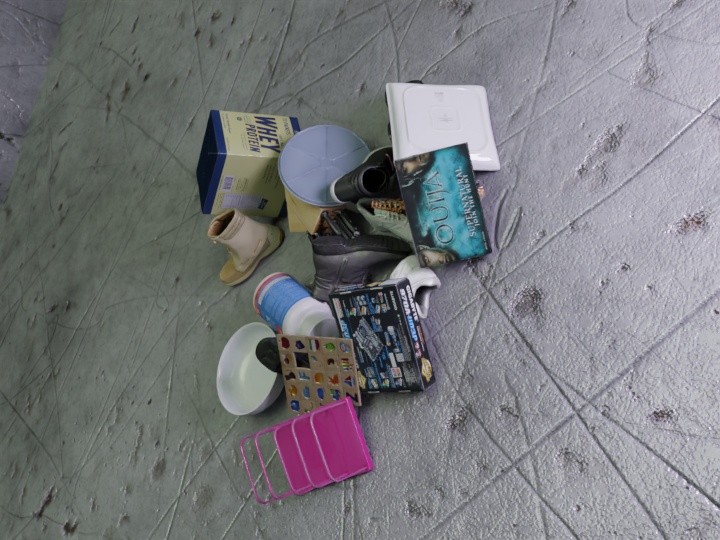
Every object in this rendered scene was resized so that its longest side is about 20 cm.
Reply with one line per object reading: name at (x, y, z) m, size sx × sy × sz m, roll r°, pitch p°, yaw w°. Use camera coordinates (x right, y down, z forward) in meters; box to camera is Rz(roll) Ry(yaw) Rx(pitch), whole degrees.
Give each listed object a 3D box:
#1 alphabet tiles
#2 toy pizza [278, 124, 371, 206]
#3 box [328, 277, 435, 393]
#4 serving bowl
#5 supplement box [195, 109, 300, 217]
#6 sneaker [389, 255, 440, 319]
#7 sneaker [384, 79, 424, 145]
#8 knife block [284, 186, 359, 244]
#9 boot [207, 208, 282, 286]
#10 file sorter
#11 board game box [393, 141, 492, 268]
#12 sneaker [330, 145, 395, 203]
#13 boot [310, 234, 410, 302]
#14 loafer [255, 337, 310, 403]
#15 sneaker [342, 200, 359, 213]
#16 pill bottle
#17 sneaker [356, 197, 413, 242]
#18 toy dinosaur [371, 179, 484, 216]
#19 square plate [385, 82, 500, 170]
alphabet tiles at (-0.075, 0.219, 1.478) m, size 0.167 × 0.008 × 0.201 m, roll 1°, pitch 108°, yaw 29°
toy pizza at (-0.070, -0.214, 1.609) m, size 0.199 × 0.032 × 0.201 m, roll 1°, pitch 64°, yaw -3°
box at (0.038, 0.121, 1.404) m, size 0.159 × 0.046 × 0.201 m, roll -10°, pitch 100°, yaw 38°
serving bowl at (-0.221, 0.216, 1.668) m, size 0.200 × 0.066 × 0.201 m, roll -19°, pitch 60°, yaw 36°
supplement box at (-0.247, -0.234, 1.744) m, size 0.200 × 0.199 × 0.135 m, roll 119°, pitch 144°, yaw -47°
sneaker at (0.073, 0.073, 1.448) m, size 0.099 × 0.078 × 0.200 m, roll 44°, pitch 106°, yaw 39°
sneaker at (0.104, -0.308, 1.585) m, size 0.091 × 0.076 × 0.201 m, roll -19°, pitch 64°, yaw 26°
knife block at (-0.078, -0.132, 1.615) m, size 0.175 × 0.064 × 0.201 m, roll -1°, pitch 97°, yaw 49°
boot at (-0.296, -0.053, 1.789) m, size 0.200 × 0.155 × 0.073 m, roll -39°, pitch 50°, yaw 25°
file sorter at (-0.106, 0.338, 1.438) m, size 0.200 × 0.125 × 0.139 m, roll -27°, pitch 77°, yaw 33°
board game box at (0.146, -0.114, 1.384) m, size 0.135 × 0.028 × 0.201 m, roll -13°, pitch 97°, yaw 14°
sneaker at (0.040, -0.193, 1.535) m, size 0.200 × 0.071 × 0.099 m, roll -37°, pitch 22°, yaw -34°
boot at (0.000, 0.000, 1.545) m, size 0.199 × 0.070 × 0.132 m, roll 2°, pitch 113°, yaw 9°
loafer at (-0.114, 0.199, 1.545) m, size 0.200 × 0.072 × 0.073 m, roll 43°, pitch 110°, yaw 10°
sneaker at (-0.043, -0.206, 1.678) m, size 0.200 × 0.075 × 0.085 m, roll 43°, pitch 105°, yaw 34°
pill bottle at (-0.128, 0.091, 1.601) m, size 0.200 × 0.112 × 0.112 m, roll 34°, pitch 97°, yaw 47°
sneaker at (0.071, -0.103, 1.521) m, size 0.200 × 0.080 × 0.071 m, roll 14°, pitch 81°, yaw 44°
toy dinosaur at (0.124, -0.148, 1.450) m, size 0.102 × 0.199 × 0.136 m, roll 108°, pitch 159°, yaw -55°
square plate at (0.154, -0.276, 1.454) m, size 0.028 × 0.199 × 0.199 m, roll 108°, pitch 160°, yaw -62°
